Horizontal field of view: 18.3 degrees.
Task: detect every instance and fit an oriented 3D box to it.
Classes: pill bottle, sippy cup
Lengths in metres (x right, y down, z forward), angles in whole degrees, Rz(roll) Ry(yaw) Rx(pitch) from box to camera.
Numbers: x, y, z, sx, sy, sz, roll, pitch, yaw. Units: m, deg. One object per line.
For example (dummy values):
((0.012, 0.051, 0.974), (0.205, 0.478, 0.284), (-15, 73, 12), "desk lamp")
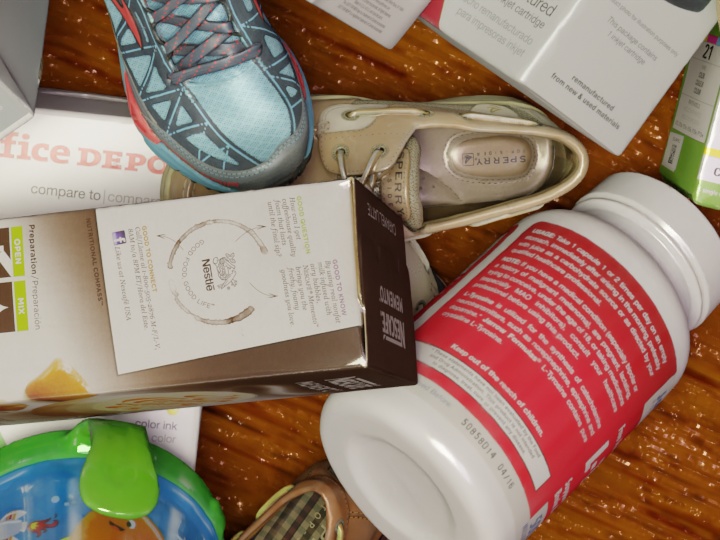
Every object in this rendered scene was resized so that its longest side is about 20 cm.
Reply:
((0.084, 0.043, 1.072), (0.200, 0.112, 0.112), (-41, 102, -27), "pill bottle")
((-0.127, 0.164, 1.016), (0.139, 0.130, 0.178), (-19, 126, 9), "sippy cup")

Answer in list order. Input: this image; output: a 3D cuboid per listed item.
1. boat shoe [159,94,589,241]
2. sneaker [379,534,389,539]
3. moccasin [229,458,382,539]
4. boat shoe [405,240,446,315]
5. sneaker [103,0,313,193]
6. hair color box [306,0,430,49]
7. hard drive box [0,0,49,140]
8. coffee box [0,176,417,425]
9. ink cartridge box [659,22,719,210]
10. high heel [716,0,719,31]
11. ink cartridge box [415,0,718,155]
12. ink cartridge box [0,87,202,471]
((0.008, -0.045, 1.041), (0.199, 0.065, 0.072), (-7, 103, -17), "boat shoe")
((0.013, 0.194, 1.118), (0.076, 0.116, 0.200), (21, 97, -8), "sneaker")
((-0.060, 0.184, 1.116), (0.074, 0.078, 0.201), (45, 108, 17), "moccasin")
((0.000, 0.000, 1.113), (0.071, 0.063, 0.200), (-30, 102, -2), "boat shoe")
((-0.087, -0.123, 0.988), (0.079, 0.096, 0.200), (-28, 78, -3), "sneaker")
((0.039, -0.201, 0.981), (0.061, 0.099, 0.200), (43, 99, 20), "hair color box")
((-0.238, -0.082, 0.998), (0.200, 0.156, 0.077), (-31, 122, 19), "hard drive box")
((-0.085, 0.017, 0.965), (0.199, 0.114, 0.080), (-6, 82, 12), "coffee box")
((0.247, -0.120, 1.107), (0.147, 0.076, 0.201), (12, 100, -7), "ink cartridge box")
((0.252, -0.100, 1.026), (0.142, 0.071, 0.200), (-35, 123, 7), "high heel")
((0.115, -0.178, 1.043), (0.083, 0.146, 0.200), (31, 96, -42), "ink cartridge box")
((-0.145, 0.015, 1.090), (0.144, 0.084, 0.201), (6, 98, -6), "ink cartridge box")
